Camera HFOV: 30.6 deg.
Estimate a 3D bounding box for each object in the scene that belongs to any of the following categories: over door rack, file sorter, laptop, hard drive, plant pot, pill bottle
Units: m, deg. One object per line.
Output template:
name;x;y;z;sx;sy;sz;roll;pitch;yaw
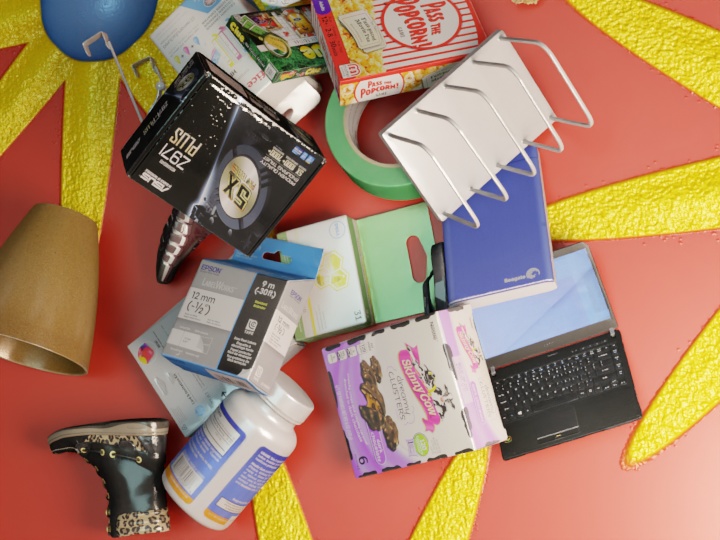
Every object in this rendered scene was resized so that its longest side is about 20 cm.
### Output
over door rack;-0.269;-0.236;1.770;0.066;0.148;0.201;-40;73;12
file sorter;0.153;-0.166;1.566;0.200;0.124;0.139;-41;113;-8
laptop;0.222;0.097;1.576;0.176;0.103;0.202;-20;50;16
hard drive;0.166;-0.053;1.621;0.131;0.025;0.202;-13;55;17
plant pot;-0.430;0.018;1.787;0.184;0.186;0.202;9;73;20
pill bottle;-0.152;0.224;1.687;0.112;0.112;0.200;43;96;19

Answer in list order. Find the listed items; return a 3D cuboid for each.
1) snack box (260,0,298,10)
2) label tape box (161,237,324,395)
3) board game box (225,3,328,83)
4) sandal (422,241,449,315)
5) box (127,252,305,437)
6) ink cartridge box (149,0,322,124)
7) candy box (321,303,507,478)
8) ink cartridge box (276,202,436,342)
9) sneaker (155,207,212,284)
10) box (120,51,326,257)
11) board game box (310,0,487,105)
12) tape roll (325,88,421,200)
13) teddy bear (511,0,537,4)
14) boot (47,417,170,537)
snack box;-0.072;-0.445;1.740;0.141;0.053;0.202;-19;49;16
label tape box;-0.147;0.041;1.666;0.142;0.066;0.202;13;74;31
board game box;-0.071;-0.297;1.694;0.105;0.199;0.023;52;131;15
sandal;0.098;0.064;1.639;0.042;0.076;0.203;-5;83;18
box;-0.193;0.101;1.755;0.200;0.041;0.156;-40;71;8
ink cartridge box;-0.156;-0.267;1.749;0.128;0.125;0.201;-42;72;9
candy box;0.063;0.148;1.596;0.199;0.071;0.170;-21;82;41
ink cartridge box;0.000;0.000;1.701;0.198;0.048;0.147;-15;78;18
sneaker;-0.199;-0.055;1.766;0.114;0.076;0.201;16;119;-19
box;-0.172;-0.144;1.647;0.164;0.199;0.086;-49;29;11
board game box;0.050;-0.294;1.659;0.198;0.047;0.153;-13;55;-9
tape roll;0.055;-0.192;1.688;0.198;0.048;0.203;-6;69;16
teddy bear;0.218;-0.441;1.686;0.144;0.067;0.201;-33;80;21
boot;-0.332;0.278;1.757;0.198;0.073;0.153;-9;85;27
